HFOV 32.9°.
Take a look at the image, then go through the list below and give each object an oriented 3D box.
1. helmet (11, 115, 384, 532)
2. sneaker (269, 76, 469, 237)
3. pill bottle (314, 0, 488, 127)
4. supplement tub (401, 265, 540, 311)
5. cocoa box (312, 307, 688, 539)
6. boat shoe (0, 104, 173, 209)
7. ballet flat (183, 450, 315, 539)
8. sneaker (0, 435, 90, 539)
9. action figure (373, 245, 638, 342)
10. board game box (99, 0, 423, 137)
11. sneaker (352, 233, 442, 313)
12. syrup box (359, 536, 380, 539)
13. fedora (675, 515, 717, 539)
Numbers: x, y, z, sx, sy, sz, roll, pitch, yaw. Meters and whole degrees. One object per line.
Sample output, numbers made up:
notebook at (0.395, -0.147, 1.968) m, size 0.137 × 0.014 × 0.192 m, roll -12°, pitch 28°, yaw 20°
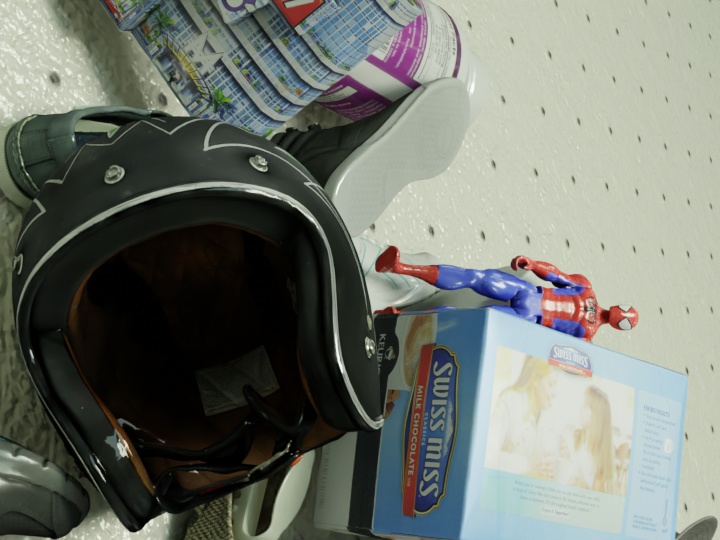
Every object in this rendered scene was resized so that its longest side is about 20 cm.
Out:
helmet at (-0.087, 0.018, 0.637) m, size 0.200 × 0.199 × 0.192 m, roll -16°, pitch 82°, yaw -57°
sneaker at (-0.001, -0.092, 0.885) m, size 0.200 × 0.099 × 0.071 m, roll -42°, pitch 132°, yaw -42°
pill bottle at (0.014, -0.169, 0.950) m, size 0.199 × 0.112 × 0.113 m, roll 20°, pitch 59°, yaw -51°
supplement tub at (0.109, 0.111, 0.939) m, size 0.132 × 0.131 × 0.201 m, roll -34°, pitch 103°, yaw -56°
cocoa box at (0.092, 0.109, 0.758) m, size 0.199 × 0.131 × 0.135 m, roll 18°, pitch 74°, yaw -39°
boat shoe at (-0.125, -0.061, 0.737) m, size 0.199 × 0.061 × 0.073 m, roll 4°, pitch 72°, yaw -55°
ballet flat at (-0.057, 0.107, 0.745) m, size 0.068 × 0.075 × 0.201 m, roll 41°, pitch 43°, yaw -37°
sneaker at (-0.211, 0.101, 0.545) m, size 0.199 × 0.073 × 0.083 m, roll 27°, pitch 75°, yaw -46°
action figure at (0.108, 0.024, 0.850) m, size 0.198 × 0.052 × 0.066 m, roll 7°, pitch 75°, yaw -24°
board game box at (-0.063, -0.206, 0.726) m, size 0.201 × 0.199 × 0.062 m, roll 54°, pitch 19°, yaw 2°
sneaker at (0.000, 0.000, 0.888) m, size 0.200 × 0.070 × 0.081 m, roll -16°, pitch 82°, yaw -58°
syrup box at (0.046, 0.168, 0.865) m, size 0.081 × 0.078 × 0.201 m, roll -30°, pitch 100°, yaw -56°
fedora at (0.193, 0.257, 0.979) m, size 0.176 × 0.090 × 0.201 m, roll -9°, pitch 125°, yaw -51°
